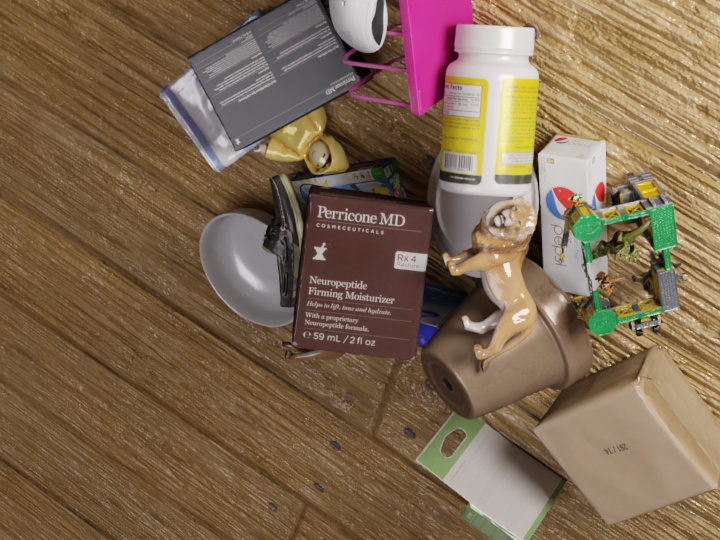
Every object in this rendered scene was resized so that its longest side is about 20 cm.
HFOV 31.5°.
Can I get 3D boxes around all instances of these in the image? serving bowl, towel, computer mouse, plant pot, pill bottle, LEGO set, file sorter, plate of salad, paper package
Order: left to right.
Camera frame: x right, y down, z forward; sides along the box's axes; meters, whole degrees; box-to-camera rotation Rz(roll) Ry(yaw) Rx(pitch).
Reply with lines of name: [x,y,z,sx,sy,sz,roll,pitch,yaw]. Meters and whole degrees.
towel: [-0.169,-0.247,1.760,0.200,0.024,0.147,-35,89,20]
serving bowl: [-0.151,-0.014,1.972,0.199,0.066,0.201,19,130,24]
computer mouse: [-0.005,-0.336,1.457,0.109,0.044,0.201,21,130,29]
file sorter: [0.049,-0.317,1.560,0.125,0.139,0.201,14,128,32]
plate of salad: [0.163,-0.091,1.670,0.200,0.048,0.201,2,92,49]
pill bottle: [0.157,-0.195,1.546,0.114,0.114,0.201,10,102,31]
plant pot: [0.180,0.104,1.685,0.200,0.174,0.201,47,160,24]
LEGO set: [0.317,-0.029,1.568,0.153,0.116,0.201,-21,117,5]
paper package: [0.372,0.227,1.731,0.191,0.103,0.200,52,135,-6]

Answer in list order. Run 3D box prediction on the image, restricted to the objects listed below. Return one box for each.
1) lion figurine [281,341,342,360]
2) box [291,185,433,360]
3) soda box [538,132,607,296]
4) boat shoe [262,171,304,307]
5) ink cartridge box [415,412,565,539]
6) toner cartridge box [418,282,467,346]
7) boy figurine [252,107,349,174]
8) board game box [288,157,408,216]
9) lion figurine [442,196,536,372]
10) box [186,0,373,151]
lion figurine: [-0.032,0.100,1.964,0.122,0.073,0.200,11,161,-25]
box: [0.000,0.000,1.692,0.165,0.164,0.201,6,97,-2]
soda box: [0.272,-0.070,1.622,0.068,0.064,0.201,12,127,29]
boat shoe: [-0.109,-0.039,1.842,0.072,0.066,0.202,-128,24,-72]
ink cartridge box: [0.189,0.310,1.894,0.200,0.146,0.048,34,136,12]
toner cartridge box: [0.047,0.050,1.851,0.199,0.095,0.043,14,127,28]
boy figurine: [-0.101,-0.201,1.792,0.200,0.064,0.124,46,110,6]
board game box: [-0.015,-0.084,1.843,0.199,0.034,0.136,-6,116,39]
lion figurine: [0.177,0.017,1.580,0.122,0.072,0.201,-17,102,-1]
box: [-0.105,-0.267,1.685,0.199,0.079,0.142,-26,94,18]
